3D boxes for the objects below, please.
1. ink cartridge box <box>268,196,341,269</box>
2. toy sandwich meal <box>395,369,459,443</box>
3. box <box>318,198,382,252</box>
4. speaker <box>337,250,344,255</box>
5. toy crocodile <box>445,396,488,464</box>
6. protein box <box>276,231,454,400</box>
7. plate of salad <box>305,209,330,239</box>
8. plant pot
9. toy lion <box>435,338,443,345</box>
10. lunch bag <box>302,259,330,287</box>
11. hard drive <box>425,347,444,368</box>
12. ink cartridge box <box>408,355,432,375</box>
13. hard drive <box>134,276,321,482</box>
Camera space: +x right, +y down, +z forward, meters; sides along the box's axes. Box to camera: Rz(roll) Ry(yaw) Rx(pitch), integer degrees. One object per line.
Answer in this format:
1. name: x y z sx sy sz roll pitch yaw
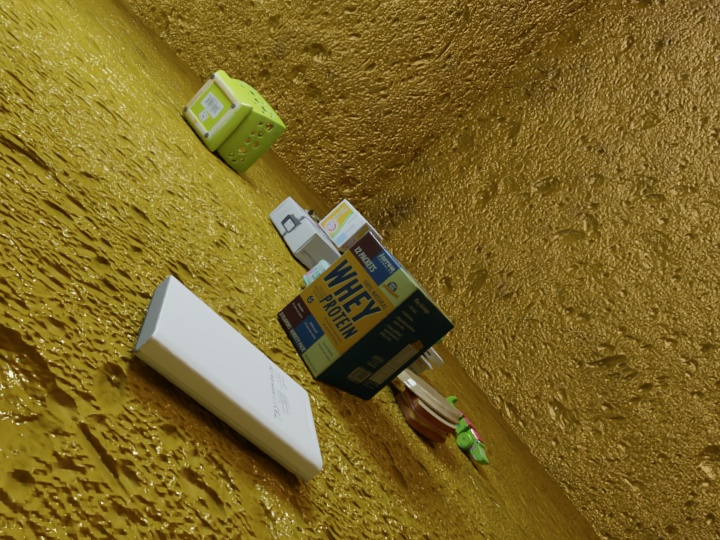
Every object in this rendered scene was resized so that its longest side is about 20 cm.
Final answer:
1. ink cartridge box: -0.143 -0.084 1.456 0.145 0.083 0.200 45 5 -45
2. toy sandwich meal: 0.128 0.283 1.158 0.205 0.070 0.205 38 0 0
3. box: -0.026 -0.114 1.626 0.101 0.112 0.200 49 4 19
4. speaker: -0.045 -0.002 1.704 0.081 0.081 0.200 50 6 20
5. toy crocodile: 0.265 0.405 1.382 0.068 0.062 0.200 45 7 -36
6. protein box: 0.015 0.082 0.893 0.135 0.200 0.199 51 6 33
7. plate of salad: -0.159 -0.189 2.306 0.200 0.048 0.200 48 6 -6
8. plant pot: -0.368 -0.428 1.545 0.200 0.199 0.181 51 12 21
9. toy lion: 0.178 0.140 1.555 0.200 0.069 0.192 51 7 -26
10. lunch bag: -0.041 0.075 1.176 0.200 0.077 0.160 52 8 36
11. hard drive: 0.155 0.180 1.550 0.132 0.026 0.200 48 2 -31
12. ink cartridge box: 0.125 0.224 1.518 0.116 0.067 0.200 48 4 -10
13. hard drive: -0.119 0.101 0.523 0.200 0.026 0.132 46 6 -24
